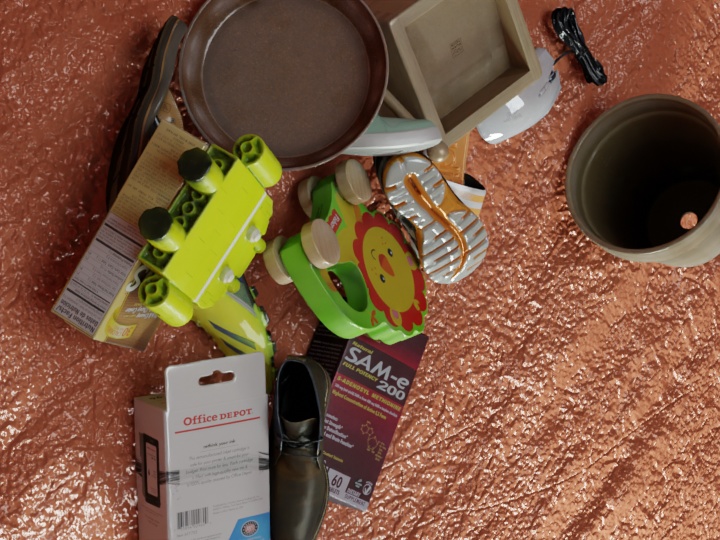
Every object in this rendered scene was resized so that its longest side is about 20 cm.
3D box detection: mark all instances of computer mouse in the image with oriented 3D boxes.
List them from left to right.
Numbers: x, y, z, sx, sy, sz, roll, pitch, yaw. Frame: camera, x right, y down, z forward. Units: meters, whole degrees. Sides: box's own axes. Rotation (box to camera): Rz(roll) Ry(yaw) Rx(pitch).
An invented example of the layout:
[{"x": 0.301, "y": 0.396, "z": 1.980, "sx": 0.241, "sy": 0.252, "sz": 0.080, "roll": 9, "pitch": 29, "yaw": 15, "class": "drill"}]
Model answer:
[{"x": 0.207, "y": -0.213, "z": 1.866, "sx": 0.200, "sy": 0.044, "sz": 0.110, "roll": -44, "pitch": 121, "yaw": -28, "class": "computer mouse"}]

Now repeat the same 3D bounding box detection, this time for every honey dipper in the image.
[{"x": 0.018, "y": -0.185, "z": 1.647, "sx": 0.200, "sy": 0.038, "sz": 0.038, "roll": 46, "pitch": 61, "yaw": 2, "class": "honey dipper"}]

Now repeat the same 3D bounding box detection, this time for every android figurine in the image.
[{"x": -0.134, "y": -0.034, "z": 1.466, "sx": 0.182, "sy": 0.041, "sz": 0.200, "roll": -57, "pitch": 158, "yaw": -10, "class": "android figurine"}]

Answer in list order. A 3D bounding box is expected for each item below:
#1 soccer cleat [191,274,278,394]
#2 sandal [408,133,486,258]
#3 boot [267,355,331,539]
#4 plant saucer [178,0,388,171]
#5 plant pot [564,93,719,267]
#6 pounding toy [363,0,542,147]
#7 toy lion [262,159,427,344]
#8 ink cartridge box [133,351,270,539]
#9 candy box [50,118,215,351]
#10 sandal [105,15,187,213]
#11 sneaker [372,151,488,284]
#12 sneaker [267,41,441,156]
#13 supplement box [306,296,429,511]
[{"x": -0.138, "y": 0.039, "z": 1.603, "sx": 0.084, "sy": 0.065, "sz": 0.200, "roll": -21, "pitch": 115, "yaw": -6, "class": "soccer cleat"}, {"x": 0.102, "y": -0.101, "z": 1.779, "sx": 0.079, "sy": 0.059, "sz": 0.207, "roll": 3, "pitch": 93, "yaw": -40, "class": "sandal"}, {"x": -0.069, "y": 0.178, "z": 1.593, "sx": 0.097, "sy": 0.075, "sz": 0.200, "roll": 66, "pitch": 25, "yaw": -73, "class": "boot"}, {"x": -0.073, "y": -0.190, "z": 1.558, "sx": 0.200, "sy": 0.034, "sz": 0.201, "roll": 0, "pitch": 82, "yaw": 2, "class": "plant saucer"}, {"x": 0.366, "y": -0.086, "z": 1.941, "sx": 0.174, "sy": 0.200, "sz": 0.200, "roll": 34, "pitch": 72, "yaw": -56, "class": "plant pot"}, {"x": 0.073, "y": -0.265, "z": 1.706, "sx": 0.184, "sy": 0.142, "sz": 0.200, "roll": -38, "pitch": 122, "yaw": -23, "class": "pounding toy"}, {"x": 0.000, "y": 0.000, "z": 1.645, "sx": 0.192, "sy": 0.069, "sz": 0.200, "roll": 56, "pitch": 30, "yaw": -19, "class": "toy lion"}, {"x": -0.153, "y": 0.177, "z": 1.579, "sx": 0.116, "sy": 0.068, "sz": 0.200, "roll": -7, "pitch": 102, "yaw": -35, "class": "ink cartridge box"}, {"x": -0.189, "y": -0.029, "z": 1.480, "sx": 0.200, "sy": 0.055, "sz": 0.115, "roll": -60, "pitch": 162, "yaw": 0, "class": "candy box"}, {"x": -0.188, "y": -0.138, "z": 1.515, "sx": 0.055, "sy": 0.082, "sz": 0.200, "roll": 21, "pitch": 73, "yaw": -17, "class": "sandal"}, {"x": 0.073, "y": -0.065, "z": 1.714, "sx": 0.078, "sy": 0.077, "sz": 0.200, "roll": -32, "pitch": 131, "yaw": -2, "class": "sneaker"}, {"x": -0.017, "y": -0.175, "z": 1.605, "sx": 0.200, "sy": 0.074, "sz": 0.118, "roll": 3, "pitch": 87, "yaw": 3, "class": "sneaker"}, {"x": -0.013, "y": 0.139, "z": 1.708, "sx": 0.109, "sy": 0.061, "sz": 0.200, "roll": 29, "pitch": 75, "yaw": -38, "class": "supplement box"}]
